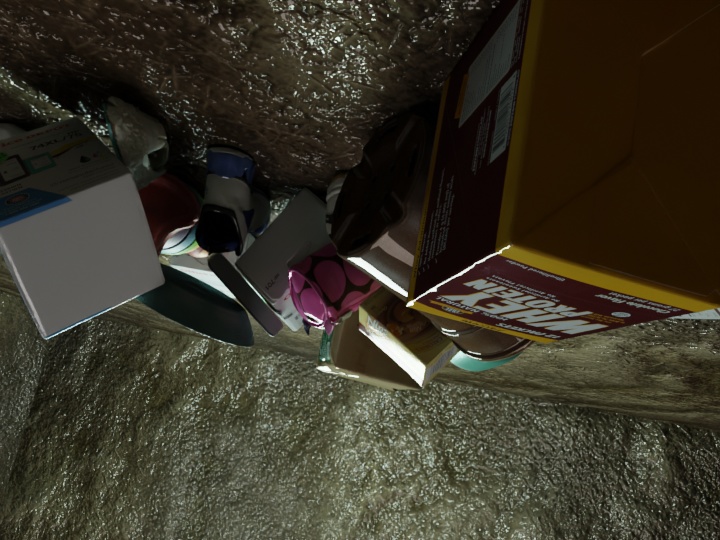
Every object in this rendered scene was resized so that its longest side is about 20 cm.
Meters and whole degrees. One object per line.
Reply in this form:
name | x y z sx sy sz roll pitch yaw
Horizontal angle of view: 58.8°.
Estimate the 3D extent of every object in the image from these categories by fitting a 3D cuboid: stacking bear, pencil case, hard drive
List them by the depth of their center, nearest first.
pencil case | 0.000 0.000 0.831 0.093 0.198 0.092 42 144 23
hard drive | -0.173 0.028 0.937 0.133 0.027 0.200 50 171 -11
stacking bear | -0.269 -0.071 0.955 0.115 0.121 0.200 51 -178 11

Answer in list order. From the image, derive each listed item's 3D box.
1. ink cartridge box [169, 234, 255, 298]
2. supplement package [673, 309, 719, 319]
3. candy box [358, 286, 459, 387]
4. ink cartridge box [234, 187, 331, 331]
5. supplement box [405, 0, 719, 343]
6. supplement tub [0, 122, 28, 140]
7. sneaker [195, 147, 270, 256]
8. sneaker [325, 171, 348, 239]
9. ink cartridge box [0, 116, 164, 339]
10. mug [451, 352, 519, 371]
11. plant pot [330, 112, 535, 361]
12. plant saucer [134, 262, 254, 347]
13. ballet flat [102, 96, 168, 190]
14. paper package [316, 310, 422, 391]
ink cartridge box | -0.247 -0.010 1.201 0.141 0.087 0.200 9 165 12
supplement package | 0.357 -0.024 0.604 0.196 0.121 0.116 -1 161 42
candy box | 0.104 0.034 0.801 0.115 0.199 0.056 39 151 25
ink cartridge box | -0.087 -0.008 0.931 0.086 0.147 0.201 41 170 14
supplement box | 0.134 -0.070 0.450 0.129 0.203 0.200 14 166 -9
supplement tub | -0.459 -0.101 0.915 0.140 0.149 0.200 6 165 20
sneaker | -0.179 -0.071 0.860 0.078 0.119 0.200 11 165 3
sneaker | 0.050 -0.056 0.793 0.193 0.090 0.076 9 164 3
ink cartridge box | -0.343 -0.059 0.735 0.199 0.144 0.149 36 143 42
mug | 0.210 0.062 1.023 0.150 0.187 0.114 36 156 -4
plant pot | 0.086 -0.041 0.648 0.195 0.206 0.198 28 160 -26
plant saucer | -0.219 0.036 0.830 0.196 0.037 0.200 29 180 0
ballet flat | -0.262 -0.153 0.759 0.070 0.074 0.200 15 167 -12
paper package | 0.033 0.099 1.156 0.186 0.206 0.103 17 164 -19
